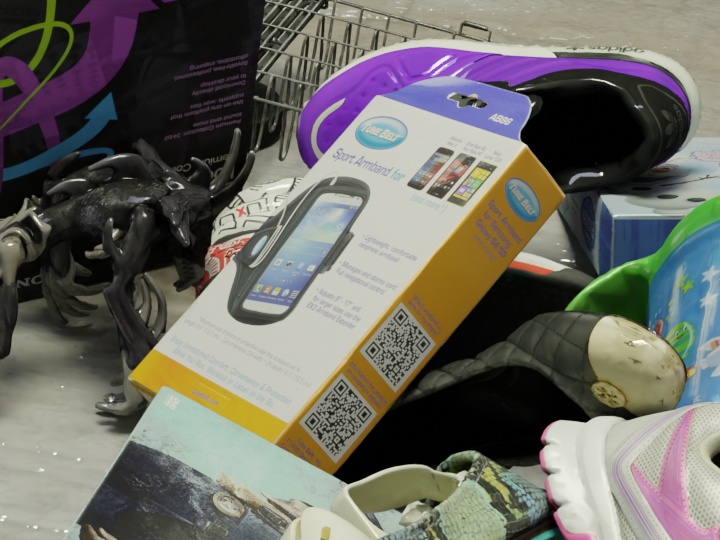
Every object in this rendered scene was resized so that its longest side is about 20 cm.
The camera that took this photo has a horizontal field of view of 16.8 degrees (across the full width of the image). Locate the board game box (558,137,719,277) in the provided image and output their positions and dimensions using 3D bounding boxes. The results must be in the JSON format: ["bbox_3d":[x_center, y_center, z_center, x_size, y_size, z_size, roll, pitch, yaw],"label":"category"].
[{"bbox_3d":[0.207,-0.029,1.205,0.199,0.044,0.199,0,14,-2],"label":"board game box"}]

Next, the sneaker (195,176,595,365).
[{"bbox_3d":[0.021,-0.002,1.176,0.200,0.068,0.108,-1,33,0],"label":"sneaker"}]

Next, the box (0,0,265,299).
[{"bbox_3d":[-0.119,-0.080,1.170,0.142,0.201,0.036,-14,47,-25],"label":"box"}]

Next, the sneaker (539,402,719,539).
[{"bbox_3d":[0.131,0.125,0.891,0.088,0.081,0.201,-26,53,17],"label":"sneaker"}]

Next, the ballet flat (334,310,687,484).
[{"bbox_3d":[0.060,0.063,1.011,0.200,0.067,0.057,-22,21,50],"label":"ballet flat"}]

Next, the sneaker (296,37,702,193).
[{"bbox_3d":[0.059,-0.069,1.160,0.199,0.070,0.100,-4,16,15],"label":"sneaker"}]

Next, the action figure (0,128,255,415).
[{"bbox_3d":[-0.136,0.005,1.127,0.199,0.103,0.119,-20,32,-6],"label":"action figure"}]

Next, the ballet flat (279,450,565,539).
[{"bbox_3d":[0.005,0.111,0.882,0.074,0.075,0.200,18,16,25],"label":"ballet flat"}]

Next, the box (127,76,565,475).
[{"bbox_3d":[0.000,0.000,1.064,0.200,0.042,0.119,-47,34,-13],"label":"box"}]

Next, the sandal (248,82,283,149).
[{"bbox_3d":[-0.137,-0.086,1.328,0.199,0.048,0.075,-15,35,-28],"label":"sandal"}]

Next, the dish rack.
[{"bbox_3d":[-0.001,-0.097,1.332,0.199,0.055,0.154,16,32,12],"label":"dish rack"}]

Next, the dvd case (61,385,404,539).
[{"bbox_3d":[-0.014,0.132,0.921,0.199,0.022,0.146,30,32,1],"label":"dvd case"}]

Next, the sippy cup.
[{"bbox_3d":[0.178,0.054,1.040,0.177,0.140,0.131,-22,27,35],"label":"sippy cup"}]
